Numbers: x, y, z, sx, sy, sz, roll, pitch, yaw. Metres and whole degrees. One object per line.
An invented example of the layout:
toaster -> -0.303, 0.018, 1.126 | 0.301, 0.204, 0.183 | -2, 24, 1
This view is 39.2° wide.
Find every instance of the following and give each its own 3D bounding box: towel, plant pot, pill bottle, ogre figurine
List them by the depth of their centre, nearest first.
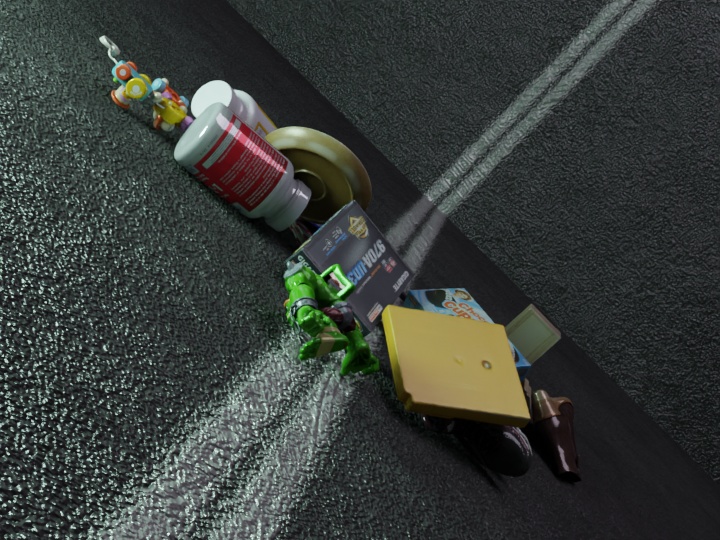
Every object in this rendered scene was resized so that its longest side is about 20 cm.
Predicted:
ogre figurine -> -0.041, 0.061, 1.306 | 0.200, 0.098, 0.120 | 15, 41, -46
pill bottle -> -0.175, -0.153, 1.541 | 0.200, 0.112, 0.112 | 40, 13, -22
plant pot -> -0.080, -0.142, 1.615 | 0.200, 0.200, 0.028 | 41, 50, -18
pill bottle -> -0.197, -0.226, 1.656 | 0.104, 0.104, 0.200 | 52, 2, 33
towel -> -0.055, -0.016, 1.703 | 0.144, 0.023, 0.200 | 33, 18, -51

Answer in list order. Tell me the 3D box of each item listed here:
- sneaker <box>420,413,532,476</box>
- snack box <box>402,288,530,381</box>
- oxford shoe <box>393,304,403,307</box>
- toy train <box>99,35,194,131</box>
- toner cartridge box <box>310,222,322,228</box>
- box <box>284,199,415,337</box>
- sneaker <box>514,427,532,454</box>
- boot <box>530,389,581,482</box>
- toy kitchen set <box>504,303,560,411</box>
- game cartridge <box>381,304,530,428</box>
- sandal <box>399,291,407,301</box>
sneaker -> 0.150, 0.233, 1.450 | 0.200, 0.076, 0.115 | 39, 17, 16
snack box -> 0.165, 0.102, 1.591 | 0.116, 0.037, 0.200 | -1, 36, -34
oxford shoe -> 0.124, 0.085, 1.688 | 0.199, 0.058, 0.075 | 20, -7, 0
toy train -> -0.335, -0.274, 1.572 | 0.150, 0.056, 0.200 | 52, 10, 36
toner cartridge box -> -0.049, -0.086, 1.800 | 0.095, 0.043, 0.200 | 35, 2, 0
box -> -0.012, -0.001, 1.527 | 0.159, 0.046, 0.200 | 51, 33, -5
sneaker -> 0.190, 0.215, 1.545 | 0.200, 0.081, 0.083 | 47, 29, 13
boot -> 0.378, 0.322, 1.909 | 0.200, 0.072, 0.167 | 33, 37, -59
toy kitchen set -> 0.325, 0.167, 1.963 | 0.163, 0.180, 0.200 | 45, 16, -1
game cartridge -> 0.135, 0.138, 1.453 | 0.199, 0.032, 0.177 | 10, 44, -20
sandal -> 0.007, 0.009, 1.792 | 0.200, 0.045, 0.075 | 35, -8, 32
